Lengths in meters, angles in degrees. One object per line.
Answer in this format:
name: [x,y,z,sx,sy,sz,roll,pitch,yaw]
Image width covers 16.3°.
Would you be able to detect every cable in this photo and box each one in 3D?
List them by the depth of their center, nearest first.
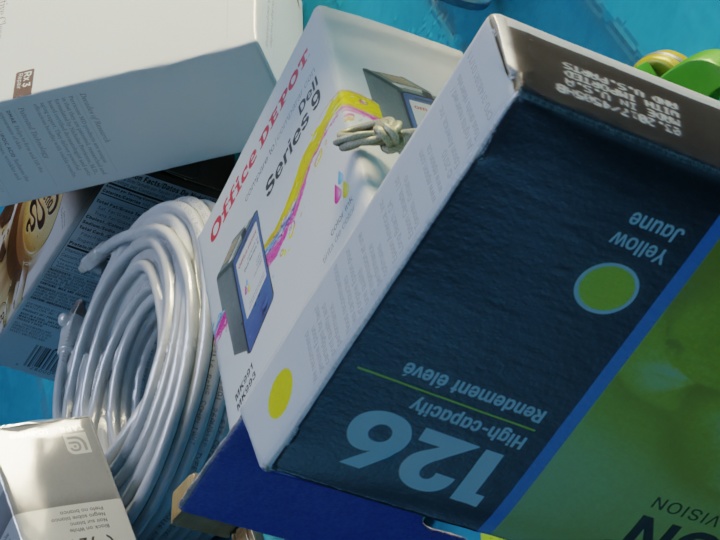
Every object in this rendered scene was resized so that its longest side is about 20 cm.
cable: [-0.105,0.061,1.341,0.200,0.069,0.202,-34,44,55]

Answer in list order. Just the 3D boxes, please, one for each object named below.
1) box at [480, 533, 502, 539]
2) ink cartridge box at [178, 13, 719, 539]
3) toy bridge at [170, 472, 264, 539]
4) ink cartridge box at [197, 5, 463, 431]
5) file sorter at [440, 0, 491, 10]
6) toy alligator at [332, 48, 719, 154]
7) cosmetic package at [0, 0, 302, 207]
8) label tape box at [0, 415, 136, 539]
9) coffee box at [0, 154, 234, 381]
box: [0.099,0.055,0.871,0.200,0.047,0.123,120,155,-45]
ink cartridge box: [0.076,0.042,0.718,0.201,0.196,0.047,-58,26,32]
toy bridge: [-0.053,0.188,1.126,0.027,0.067,0.201,-49,34,44]
ink cartridge box: [0.000,0.000,1.118,0.146,0.087,0.201,-60,24,30]
file sorter: [0.043,-0.240,1.145,0.201,0.122,0.139,-59,26,29]
toy alligator: [0.072,-0.045,0.987,0.199,0.059,0.055,-9,104,42]
cosmetic package: [-0.134,-0.114,1.375,0.198,0.081,0.113,-14,47,12]
label tape box: [-0.151,0.197,1.261,0.144,0.066,0.201,-61,41,46]
coffee box: [-0.152,-0.036,1.504,0.200,0.079,0.114,-52,30,40]
